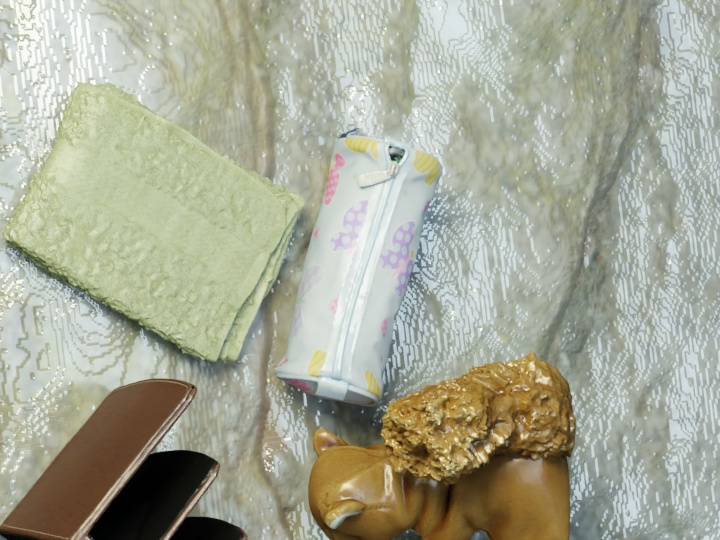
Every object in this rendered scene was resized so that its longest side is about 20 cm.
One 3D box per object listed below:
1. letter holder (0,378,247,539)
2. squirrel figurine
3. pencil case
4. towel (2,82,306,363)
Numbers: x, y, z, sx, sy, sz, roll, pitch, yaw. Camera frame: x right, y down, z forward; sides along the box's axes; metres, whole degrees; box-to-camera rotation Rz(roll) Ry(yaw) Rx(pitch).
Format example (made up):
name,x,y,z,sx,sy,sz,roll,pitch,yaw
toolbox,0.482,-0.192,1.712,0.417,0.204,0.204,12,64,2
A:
name,x,y,z,sx,sy,sz,roll,pitch,yaw
letter holder,-0.146,0.157,1.619,0.100,0.200,0.142,41,73,-15
squirrel figurine,0.057,0.138,1.718,0.186,0.201,0.142,2,45,-6
pencil case,0.000,0.000,1.747,0.083,0.091,0.201,19,81,-20
towel,-0.148,-0.033,1.719,0.199,0.036,0.149,29,77,-19
